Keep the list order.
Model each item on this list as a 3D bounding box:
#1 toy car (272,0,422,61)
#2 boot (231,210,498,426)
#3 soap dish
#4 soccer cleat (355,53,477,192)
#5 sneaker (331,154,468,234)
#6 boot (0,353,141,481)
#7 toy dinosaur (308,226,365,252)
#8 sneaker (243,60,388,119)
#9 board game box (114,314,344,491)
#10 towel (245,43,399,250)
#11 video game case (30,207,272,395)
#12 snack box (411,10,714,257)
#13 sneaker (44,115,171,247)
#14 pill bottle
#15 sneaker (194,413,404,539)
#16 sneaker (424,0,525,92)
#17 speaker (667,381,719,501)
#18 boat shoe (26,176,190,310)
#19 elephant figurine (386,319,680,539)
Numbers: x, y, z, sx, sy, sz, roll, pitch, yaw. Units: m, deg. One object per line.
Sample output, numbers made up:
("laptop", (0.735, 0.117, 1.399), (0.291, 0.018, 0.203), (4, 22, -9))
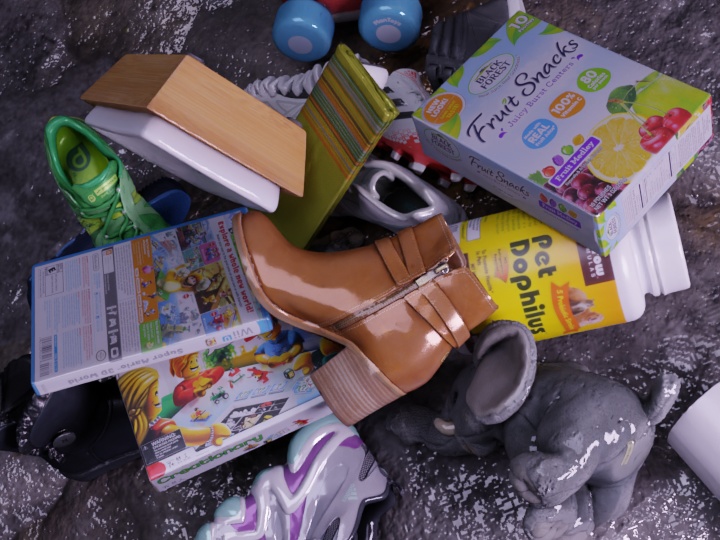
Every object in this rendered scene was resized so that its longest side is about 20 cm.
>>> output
("toy car", (-0.024, -0.338, 1.065), (0.174, 0.201, 0.187), (-2, 58, 20))
("boot", (0.000, 0.000, 0.885), (0.154, 0.077, 0.201), (-37, 70, 8))
("soap dish", (-0.145, -0.126, 0.995), (0.199, 0.156, 0.082), (19, 81, 59))
("soccer cleat", (0.049, -0.139, 1.048), (0.198, 0.068, 0.086), (28, 93, 33))
("sneaker", (0.006, -0.080, 1.036), (0.198, 0.080, 0.071), (23, 80, 28))
("boot", (-0.228, 0.114, 0.998), (0.198, 0.168, 0.077), (-29, 63, 8))
("toy dinosaur", (-0.096, -0.017, 1.071), (0.197, 0.047, 0.089), (-26, 69, 14))
("sneaker", (-0.051, -0.138, 1.039), (0.199, 0.074, 0.083), (-1, 88, 55))
("board game box", (-0.100, 0.083, 0.940), (0.197, 0.035, 0.128), (-24, 63, -6))
("towel", (-0.038, -0.093, 0.982), (0.087, 0.018, 0.201), (57, 132, 26))
("video game case", (-0.180, 0.022, 0.953), (0.196, 0.018, 0.144), (-16, 44, -2))
("snack box", (0.158, -0.116, 0.905), (0.142, 0.053, 0.199), (-43, 51, -15))
("sneaker", (-0.230, -0.056, 1.032), (0.074, 0.084, 0.201), (-39, 86, -4))
("pill bottle", (0.162, -0.002, 0.926), (0.196, 0.109, 0.111), (-14, 65, 16))
("sneaker", (-0.047, 0.231, 0.933), (0.200, 0.078, 0.140), (-48, 60, -2))
("sneaker", (0.112, -0.159, 1.034), (0.097, 0.071, 0.203), (-12, 60, 18))
("speaker", (0.315, 0.171, 0.815), (0.081, 0.081, 0.201), (-39, 60, 2))
("boat shoe", (-0.260, -0.031, 1.118), (0.199, 0.084, 0.069), (-37, 58, 1))
("elephant figurine", (0.125, 0.108, 0.893), (0.153, 0.143, 0.200), (-24, 44, -19))
